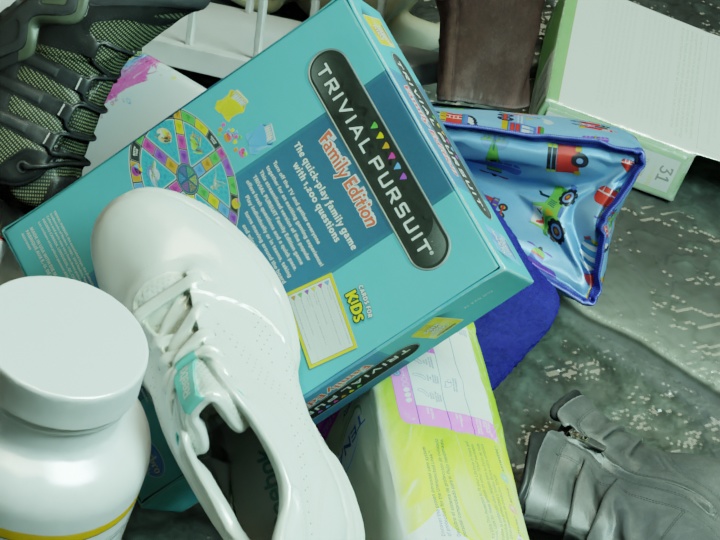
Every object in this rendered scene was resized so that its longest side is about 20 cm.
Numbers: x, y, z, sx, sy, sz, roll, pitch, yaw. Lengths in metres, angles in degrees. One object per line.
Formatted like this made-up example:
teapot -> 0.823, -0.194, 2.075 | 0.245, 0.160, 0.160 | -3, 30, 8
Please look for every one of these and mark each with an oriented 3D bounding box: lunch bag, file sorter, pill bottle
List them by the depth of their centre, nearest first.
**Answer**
pill bottle -> -0.151, 0.098, 1.131 | 0.104, 0.200, 0.104 | 14, 39, -12
lunch bag -> 0.051, -0.061, 1.468 | 0.199, 0.094, 0.151 | 19, 6, 3
file sorter -> -0.056, -0.180, 1.487 | 0.200, 0.125, 0.139 | 15, 16, 30

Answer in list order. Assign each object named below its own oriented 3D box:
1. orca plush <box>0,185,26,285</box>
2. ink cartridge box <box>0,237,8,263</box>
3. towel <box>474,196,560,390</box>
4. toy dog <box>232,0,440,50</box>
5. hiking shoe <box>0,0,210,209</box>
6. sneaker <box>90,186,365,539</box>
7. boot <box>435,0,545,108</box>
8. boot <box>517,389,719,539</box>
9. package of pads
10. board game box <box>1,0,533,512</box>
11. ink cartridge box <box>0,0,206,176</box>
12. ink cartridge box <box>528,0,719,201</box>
orca plush -> -0.159, 0.004, 1.341 | 0.199, 0.106, 0.071 | 8, -1, 9
ink cartridge box -> -0.296, -0.028, 1.205 | 0.200, 0.084, 0.175 | 28, 7, 30
towel -> 0.000, 0.000, 1.315 | 0.200, 0.148, 0.050 | 50, -11, -33
toy dog -> 0.004, -0.248, 1.668 | 0.194, 0.140, 0.200 | 33, 37, -9
hiking shoe -> -0.149, -0.080, 1.283 | 0.101, 0.200, 0.076 | 63, 13, 3
sneaker -> -0.063, 0.046, 1.118 | 0.200, 0.075, 0.088 | 61, 12, 16
boot -> 0.063, -0.174, 1.417 | 0.072, 0.167, 0.200 | 8, 1, 25
boot -> 0.133, 0.145, 1.341 | 0.131, 0.070, 0.200 | 22, 27, 3
package of pads -> 0.017, 0.128, 1.218 | 0.068, 0.155, 0.200 | 9, 41, -20
board game box -> -0.044, -0.006, 1.194 | 0.151, 0.200, 0.047 | 61, 14, 18
ink cartridge box -> -0.125, -0.071, 1.384 | 0.200, 0.085, 0.145 | 30, -2, 9
ink cartridge box -> 0.210, -0.101, 1.669 | 0.199, 0.048, 0.146 | 21, 38, -4
